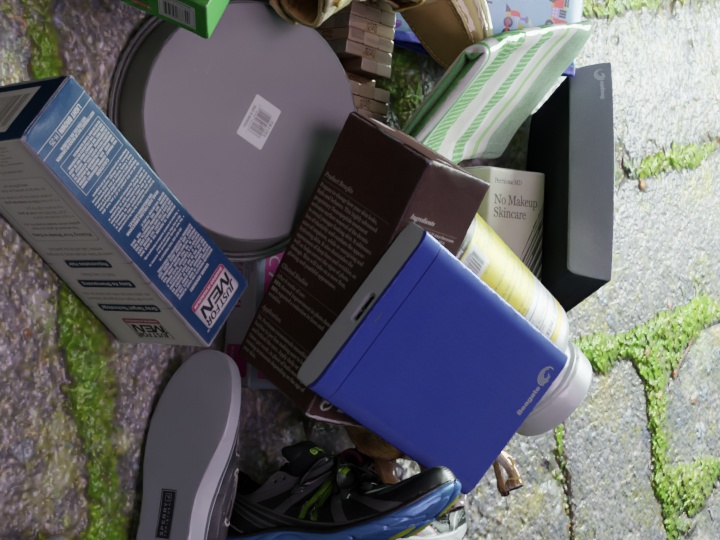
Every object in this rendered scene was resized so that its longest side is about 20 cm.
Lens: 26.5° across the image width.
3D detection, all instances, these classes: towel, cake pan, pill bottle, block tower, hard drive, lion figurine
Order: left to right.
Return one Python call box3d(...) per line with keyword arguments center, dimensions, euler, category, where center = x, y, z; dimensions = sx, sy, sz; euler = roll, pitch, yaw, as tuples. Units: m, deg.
box3d(center=(-0.085, -0.108, 1.118), dimensions=(0.198, 0.037, 0.203), euler=(0, 89, -29), category="cake pan")
box3d(center=(-0.011, -0.157, 1.216), dimensions=(0.057, 0.054, 0.203), euler=(10, 85, -44), category="block tower")
box3d(center=(0.053, 0.128, 1.230), dimensions=(0.199, 0.072, 0.124), euler=(17, 48, -56), category="lion figurine")
box3d(center=(0.057, 0.069, 1.096), dimensions=(0.132, 0.025, 0.200), euler=(-53, 133, -1), category="hard drive")
box3d(center=(0.093, 0.038, 1.212), dimensions=(0.200, 0.112, 0.113), euler=(46, 60, -24), category="pill bottle")
box3d(center=(0.102, -0.135, 1.231), dimensions=(0.023, 0.153, 0.199), euler=(47, 31, 16), category="towel")
box3d(center=(0.184, -0.071, 1.355), dimensions=(0.042, 0.135, 0.202), euler=(7, 72, -13), category="hard drive")

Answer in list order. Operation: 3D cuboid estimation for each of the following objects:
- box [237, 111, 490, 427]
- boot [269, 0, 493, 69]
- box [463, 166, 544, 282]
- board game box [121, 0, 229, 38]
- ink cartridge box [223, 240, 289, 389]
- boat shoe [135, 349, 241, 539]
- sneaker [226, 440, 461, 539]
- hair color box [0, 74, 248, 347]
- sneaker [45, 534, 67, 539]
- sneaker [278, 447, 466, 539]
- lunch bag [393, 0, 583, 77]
box3d(center=(0.000, 0.000, 1.102), dimensions=(0.074, 0.100, 0.202), euler=(15, 105, -43), category="box")
box3d(center=(0.009, -0.209, 1.135), dimensions=(0.156, 0.072, 0.201), euler=(-47, 114, -41), category="boot")
box3d(center=(0.109, 0.013, 1.330), dimensions=(0.082, 0.068, 0.203), euler=(1, 91, -44), category="box")
box3d(center=(-0.127, -0.274, 1.041), dimensions=(0.040, 0.152, 0.201), euler=(102, 13, -66), category="board game box")
box3d(center=(-0.022, 0.036, 1.222), dimensions=(0.199, 0.042, 0.121), euler=(7, 87, -46), category="ink cartridge box")
box3d(center=(-0.121, 0.159, 1.113), dimensions=(0.056, 0.068, 0.202), euler=(24, 76, -58), category="boat shoe")
box3d(center=(-0.024, 0.164, 1.118), dimensions=(0.071, 0.198, 0.084), euler=(22, 61, -62), category="sneaker")
box3d(center=(-0.175, -0.035, 1.023), dimensions=(0.200, 0.099, 0.061), euler=(52, 56, -32), category="hair color box")
box3d(center=(-0.211, 0.291, 1.018), dimensions=(0.146, 0.080, 0.201), euler=(-40, 121, -28), category="sneaker")
box3d(center=(0.010, 0.186, 1.229), dimensions=(0.199, 0.080, 0.087), euler=(2, 88, -46), category="sneaker")
box3d(center=(0.093, -0.256, 1.304), dimensions=(0.198, 0.094, 0.152), euler=(9, 87, -35), category="lunch bag")
